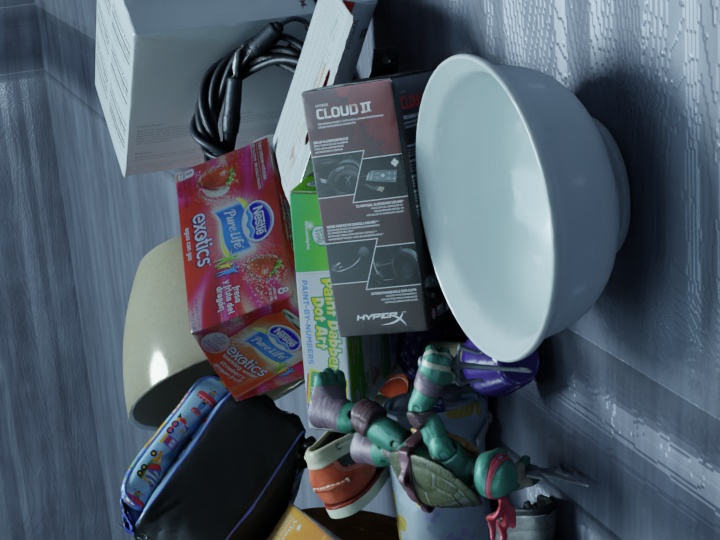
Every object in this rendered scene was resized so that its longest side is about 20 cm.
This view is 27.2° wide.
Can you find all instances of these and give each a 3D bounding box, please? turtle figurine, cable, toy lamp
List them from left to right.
[{"bbox_3d":[-0.073,-0.125,1.393,0.202,0.162,0.051,63,-168,8],"label":"cable"},{"bbox_3d":[0.060,0.126,1.093,0.198,0.101,0.151,9,136,40],"label":"turtle figurine"},{"bbox_3d":[0.086,0.069,1.179,0.200,0.057,0.059,175,84,-73],"label":"toy lamp"}]

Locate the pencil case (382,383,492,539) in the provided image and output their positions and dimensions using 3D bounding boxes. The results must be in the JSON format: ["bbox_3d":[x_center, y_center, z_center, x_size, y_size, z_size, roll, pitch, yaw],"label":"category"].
[{"bbox_3d":[0.072,0.195,1.239,0.083,0.089,0.203,-131,33,-78],"label":"pencil case"}]

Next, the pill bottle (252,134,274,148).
[{"bbox_3d":[-0.085,-0.036,1.519,0.201,0.111,0.113,100,152,-45],"label":"pill bottle"}]

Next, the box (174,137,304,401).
[{"bbox_3d":[-0.094,-0.004,1.282,0.100,0.094,0.201,63,-170,-45],"label":"box"}]

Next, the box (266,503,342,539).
[{"bbox_3d":[-0.033,0.288,1.226,0.097,0.125,0.200,38,172,-16],"label":"box"}]

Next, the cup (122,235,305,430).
[{"bbox_3d":[-0.145,0.047,1.428,0.201,0.198,0.145,119,135,-62],"label":"cup"}]

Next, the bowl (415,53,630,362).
[{"bbox_3d":[0.115,-0.047,0.974,0.201,0.089,0.204,169,90,-71],"label":"bowl"}]

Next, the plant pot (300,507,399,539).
[{"bbox_3d":[-0.013,0.311,1.420,0.200,0.198,0.142,-163,80,-69],"label":"plant pot"}]

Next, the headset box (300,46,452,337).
[{"bbox_3d":[0.028,-0.066,1.120,0.149,0.076,0.203,-25,-71,-66],"label":"headset box"}]

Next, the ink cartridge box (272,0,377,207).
[{"bbox_3d":[-0.023,-0.149,1.234,0.200,0.050,0.164,-114,40,-67],"label":"ink cartridge box"}]

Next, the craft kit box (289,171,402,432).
[{"bbox_3d":[0.000,0.000,1.232,0.198,0.048,0.203,-53,-38,-64],"label":"craft kit box"}]

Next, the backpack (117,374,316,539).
[{"bbox_3d":[-0.135,0.212,1.392,0.134,0.183,0.200,34,160,8],"label":"backpack"}]

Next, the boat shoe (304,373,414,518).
[{"bbox_3d":[0.005,0.136,1.293,0.063,0.071,0.200,61,-151,-13],"label":"boat shoe"}]

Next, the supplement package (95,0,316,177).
[{"bbox_3d":[-0.163,-0.227,1.515,0.201,0.189,0.148,105,148,-50],"label":"supplement package"}]

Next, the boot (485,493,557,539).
[{"bbox_3d":[0.142,0.235,1.097,0.200,0.069,0.134,162,101,-67],"label":"boot"}]
